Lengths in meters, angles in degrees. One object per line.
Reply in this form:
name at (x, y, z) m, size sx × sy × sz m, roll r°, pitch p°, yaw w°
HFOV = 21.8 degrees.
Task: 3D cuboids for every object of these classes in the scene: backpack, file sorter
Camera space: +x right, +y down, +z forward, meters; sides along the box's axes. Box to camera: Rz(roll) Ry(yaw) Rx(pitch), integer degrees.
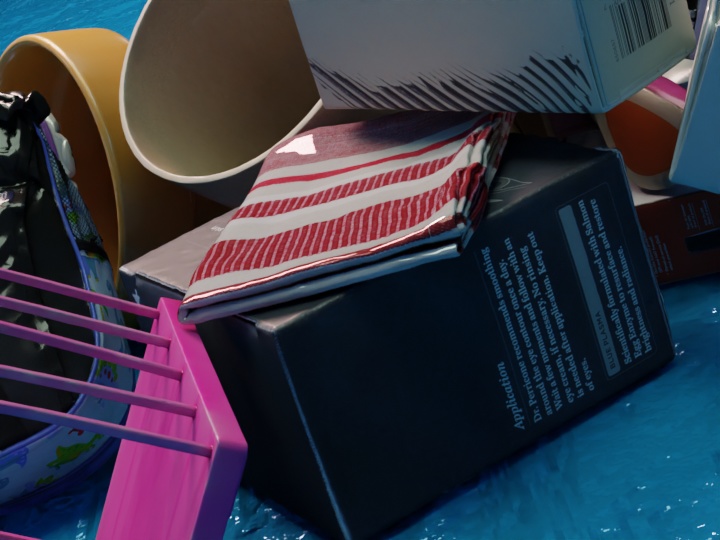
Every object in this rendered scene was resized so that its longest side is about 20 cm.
backpack at (-0.219, 0.037, 1.047) m, size 0.182 × 0.201 × 0.147 m, roll -23°, pitch -26°, yaw -3°
file sorter at (-0.138, 0.092, 0.794) m, size 0.124 × 0.140 × 0.200 m, roll 14°, pitch 12°, yaw -16°

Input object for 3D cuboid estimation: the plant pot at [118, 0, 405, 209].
plant pot at (-0.012, -0.097, 1.142) m, size 0.186 × 0.200 × 0.189 m, roll -19°, pitch 56°, yaw 31°

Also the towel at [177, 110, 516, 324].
towel at (-0.003, -0.038, 0.906) m, size 0.143 × 0.023 × 0.200 m, roll -16°, pitch 20°, yaw 17°

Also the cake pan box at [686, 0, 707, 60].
cake pan box at (0.127, -0.167, 1.129) m, size 0.182 × 0.053 × 0.200 m, roll 6°, pitch 10°, yaw -22°

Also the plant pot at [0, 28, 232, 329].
plant pot at (-0.127, -0.069, 1.257) m, size 0.182 × 0.202 × 0.199 m, roll -14°, pitch 12°, yaw -32°

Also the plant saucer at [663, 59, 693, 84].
plant saucer at (0.268, -0.160, 1.282) m, size 0.198 × 0.051 × 0.200 m, roll -19°, pitch 19°, yaw 7°

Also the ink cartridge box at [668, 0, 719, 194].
ink cartridge box at (0.252, -0.076, 0.875) m, size 0.198 × 0.084 × 0.145 m, roll 16°, pitch 27°, yaw 6°

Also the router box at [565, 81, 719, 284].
router box at (0.200, -0.058, 1.070) m, size 0.178 × 0.049 × 0.200 m, roll -13°, pitch 20°, yaw 21°

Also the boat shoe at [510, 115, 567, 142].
boat shoe at (0.110, -0.106, 1.218) m, size 0.070 × 0.071 × 0.200 m, roll -32°, pitch 9°, yaw 3°

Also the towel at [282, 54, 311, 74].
towel at (0.018, -0.181, 1.268) m, size 0.198 × 0.022 × 0.147 m, roll -2°, pitch 43°, yaw -2°

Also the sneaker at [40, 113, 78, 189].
sneaker at (-0.232, -0.009, 1.164) m, size 0.083 × 0.202 × 0.080 m, roll 13°, pitch -3°, yaw -35°

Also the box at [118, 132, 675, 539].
box at (0.014, 0.020, 0.941) m, size 0.199 × 0.118 × 0.196 m, roll -27°, pitch 20°, yaw -21°

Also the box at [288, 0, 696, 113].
box at (0.062, -0.124, 0.930) m, size 0.082 × 0.069 × 0.199 m, roll -33°, pitch 25°, yaw -34°

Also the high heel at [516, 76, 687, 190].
high heel at (0.167, -0.097, 1.036) m, size 0.095 × 0.068 × 0.200 m, roll -23°, pitch 21°, yaw -17°
